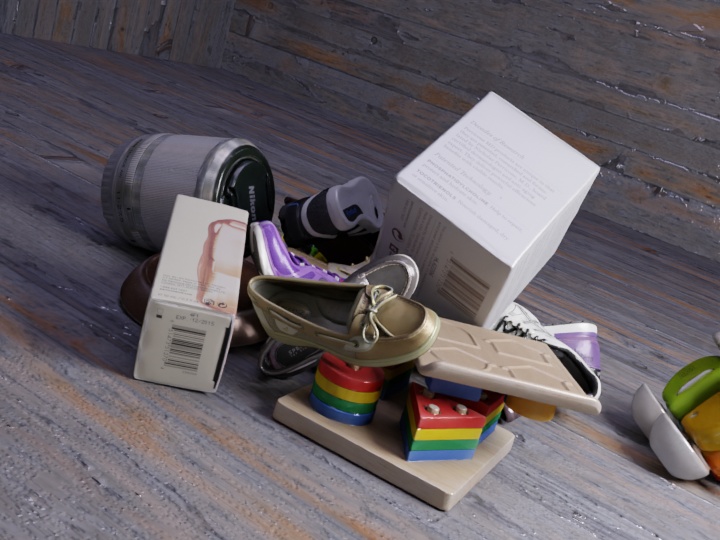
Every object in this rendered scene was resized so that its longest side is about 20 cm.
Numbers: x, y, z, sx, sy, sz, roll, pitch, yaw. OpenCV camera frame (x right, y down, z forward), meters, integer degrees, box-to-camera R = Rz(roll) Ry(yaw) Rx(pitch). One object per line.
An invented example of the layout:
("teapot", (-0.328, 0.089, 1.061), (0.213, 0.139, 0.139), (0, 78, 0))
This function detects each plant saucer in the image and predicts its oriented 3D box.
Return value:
("plant saucer", (-0.182, 0.023, 1.101), (0.197, 0.035, 0.201), (11, 27, -6))

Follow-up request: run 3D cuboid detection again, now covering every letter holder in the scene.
("letter holder", (-0.006, -0.052, 1.358), (0.100, 0.143, 0.199), (-39, 46, -23))

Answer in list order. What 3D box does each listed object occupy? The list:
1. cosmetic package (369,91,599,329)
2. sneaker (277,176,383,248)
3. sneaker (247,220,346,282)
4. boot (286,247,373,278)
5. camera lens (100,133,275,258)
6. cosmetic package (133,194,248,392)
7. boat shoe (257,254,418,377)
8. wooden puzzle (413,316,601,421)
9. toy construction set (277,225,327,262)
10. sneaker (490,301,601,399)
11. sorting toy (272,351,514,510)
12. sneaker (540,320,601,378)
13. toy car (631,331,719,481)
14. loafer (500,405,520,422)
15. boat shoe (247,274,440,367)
("cosmetic package", (0.142, -0.061, 1.091), (0.166, 0.168, 0.200), (37, 55, 15))
("sneaker", (-0.045, -0.073, 1.206), (0.110, 0.074, 0.200), (-16, -2, 18))
("sneaker", (-0.057, 0.018, 1.054), (0.201, 0.083, 0.081), (54, -4, -25))
("boot", (0.000, 0.000, 1.159), (0.198, 0.073, 0.156), (29, 51, 6))
("camera lens", (-0.225, -0.099, 1.248), (0.197, 0.163, 0.159), (8, 10, 27))
("cosmetic package", (-0.172, 0.019, 0.967), (0.086, 0.105, 0.201), (12, 33, -11))
("boat shoe", (-0.024, 0.054, 0.979), (0.067, 0.199, 0.057), (56, 13, 1))
("wooden puzzle", (0.129, 0.100, 0.959), (0.182, 0.047, 0.200), (15, 11, -11))
("toy construction set", (-0.059, 0.009, 1.261), (0.198, 0.093, 0.131), (30, -14, 17))
("sneaker", (0.208, 0.091, 1.119), (0.199, 0.076, 0.088), (34, -5, 5))
("sorting toy", (0.047, 0.137, 0.951), (0.198, 0.071, 0.198), (24, 17, 22))
("sneaker", (0.208, 0.119, 1.187), (0.196, 0.089, 0.076), (-6, -18, 7))
("toy car", (0.436, 0.182, 1.113), (0.150, 0.174, 0.200), (50, 11, -11))
("loafer", (0.124, 0.115, 1.126), (0.198, 0.072, 0.063), (27, 59, 35))
("boat shoe", (-0.020, 0.041, 0.907), (0.198, 0.074, 0.063), (10, -33, 30))
